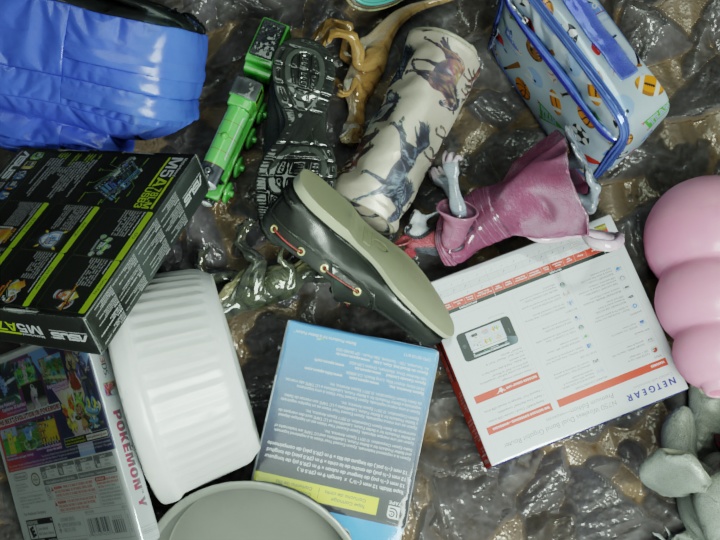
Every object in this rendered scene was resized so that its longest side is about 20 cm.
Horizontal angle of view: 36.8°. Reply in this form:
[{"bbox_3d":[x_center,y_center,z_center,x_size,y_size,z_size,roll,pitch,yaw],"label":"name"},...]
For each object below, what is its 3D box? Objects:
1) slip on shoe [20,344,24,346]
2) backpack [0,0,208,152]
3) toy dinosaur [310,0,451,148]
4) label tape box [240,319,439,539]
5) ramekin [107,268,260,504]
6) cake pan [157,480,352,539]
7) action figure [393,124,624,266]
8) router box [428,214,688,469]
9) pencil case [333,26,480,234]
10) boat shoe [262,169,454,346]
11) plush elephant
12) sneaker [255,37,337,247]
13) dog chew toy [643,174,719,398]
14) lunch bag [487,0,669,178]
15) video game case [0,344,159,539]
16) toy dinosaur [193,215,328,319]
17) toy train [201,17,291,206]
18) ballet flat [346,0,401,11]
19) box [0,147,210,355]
[{"bbox_3d":[-0.259,0.106,0.991,0.060,0.076,0.201,-19,80,2],"label":"slip on shoe"},{"bbox_3d":[-0.247,-0.184,1.027,0.199,0.163,0.169,7,105,1],"label":"backpack"},{"bbox_3d":[0.008,-0.220,1.095,0.106,0.060,0.201,31,80,-23],"label":"toy dinosaur"},{"bbox_3d":[-0.017,0.158,0.987,0.142,0.066,0.201,12,82,3],"label":"label tape box"},{"bbox_3d":[-0.151,0.091,0.932,0.094,0.202,0.203,-16,77,-6],"label":"ramekin"},{"bbox_3d":[-0.089,0.268,0.932,0.199,0.037,0.202,1,104,5],"label":"cake pan"},{"bbox_3d":[0.126,-0.050,1.009,0.199,0.134,0.149,-29,91,15],"label":"action figure"},{"bbox_3d":[0.176,0.066,1.018,0.199,0.049,0.180,-20,77,-5],"label":"router box"},{"bbox_3d":[0.039,-0.133,1.041,0.078,0.089,0.201,30,85,-30],"label":"pencil case"},{"bbox_3d":[0.000,-0.001,0.971,0.201,0.074,0.063,42,112,-9],"label":"boat shoe"},{"bbox_3d":[0.329,0.189,0.933,0.165,0.155,0.200,41,79,9],"label":"plush elephant"},{"bbox_3d":[-0.062,-0.116,1.041,0.075,0.091,0.201,10,75,-9],"label":"sneaker"},{"bbox_3d":[0.321,0.017,0.983,0.124,0.125,0.201,5,66,1],"label":"dog chew toy"},{"bbox_3d":[0.200,-0.195,1.026,0.075,0.160,0.200,-33,79,-9],"label":"lunch bag"},{"bbox_3d":[-0.254,0.149,0.923,0.023,0.199,0.183,-14,87,-44],"label":"video game case"},{"bbox_3d":[-0.113,0.006,1.036,0.199,0.047,0.088,-28,84,-4],"label":"toy dinosaur"},{"bbox_3d":[-0.116,-0.158,1.069,0.042,0.056,0.201,20,76,5],"label":"toy train"},{"bbox_3d":[0.053,-0.333,1.111,0.200,0.071,0.071,-42,80,-10],"label":"ballet flat"},{"bbox_3d":[-0.252,-0.025,0.902,0.192,0.048,0.201,6,46,20],"label":"box"}]
